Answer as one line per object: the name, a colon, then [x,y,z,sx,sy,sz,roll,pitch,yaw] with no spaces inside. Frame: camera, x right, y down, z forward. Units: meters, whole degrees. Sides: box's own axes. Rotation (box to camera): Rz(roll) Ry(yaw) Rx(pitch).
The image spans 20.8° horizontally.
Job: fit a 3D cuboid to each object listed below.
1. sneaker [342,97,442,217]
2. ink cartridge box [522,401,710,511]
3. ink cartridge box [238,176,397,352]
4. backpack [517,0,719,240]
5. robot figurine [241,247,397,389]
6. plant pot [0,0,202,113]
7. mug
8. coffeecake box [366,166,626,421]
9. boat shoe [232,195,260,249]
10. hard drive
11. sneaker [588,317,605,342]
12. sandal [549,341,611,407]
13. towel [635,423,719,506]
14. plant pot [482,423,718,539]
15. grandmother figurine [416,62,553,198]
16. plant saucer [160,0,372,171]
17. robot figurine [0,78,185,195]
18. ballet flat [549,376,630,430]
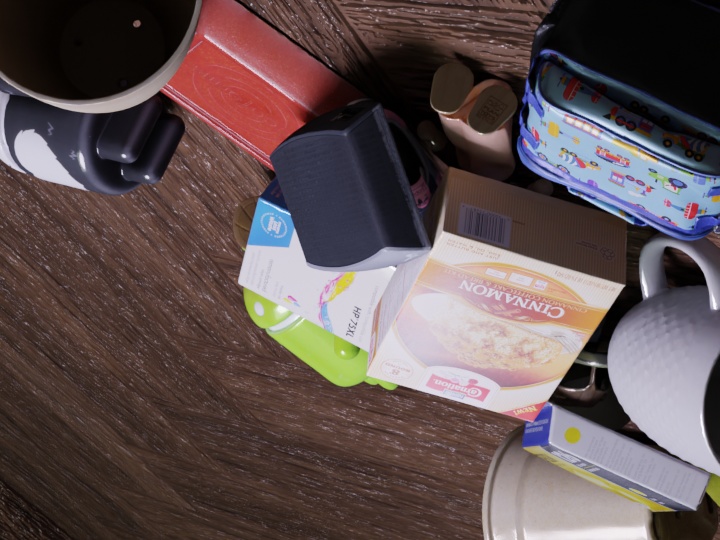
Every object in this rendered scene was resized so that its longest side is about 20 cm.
sneaker: [0.046,-0.051,1.630,0.200,0.070,0.082,53,178,-13]
ink cartridge box: [0.209,0.166,1.824,0.200,0.047,0.198,23,174,1]
ink cartridge box: [0.000,0.000,1.748,0.200,0.067,0.116,27,136,10]
backpack: [0.194,-0.100,1.321,0.182,0.135,0.200,28,163,6]
robot figurine: [-0.032,0.037,1.970,0.200,0.116,0.175,38,170,-22]
plant pot: [-0.212,-0.204,1.592,0.187,0.188,0.200,28,173,4]
mug: [0.280,0.061,1.596,0.175,0.147,0.201,21,132,62]
coffeecake box: [0.108,0.024,1.598,0.153,0.073,0.200,16,140,-9]
boat shoe: [-0.025,-0.048,1.850,0.200,0.072,0.064,4,-176,35]
hard drive: [-0.014,-0.061,1.589,0.200,0.042,0.135,-8,102,69]
sneaker: [0.128,0.028,1.804,0.200,0.071,0.080,23,162,15]
sandal: [0.197,0.098,1.772,0.080,0.058,0.201,-1,167,-17]
towel: [0.334,0.189,1.820,0.086,0.018,0.200,7,150,48]
plant pot: [0.258,0.251,2.024,0.183,0.201,0.200,-8,140,41]
grandmother figurine: [0.104,-0.089,1.583,0.121,0.061,0.200,39,167,21]
plant saucer: [-0.095,-0.155,1.717,0.199,0.037,0.200,35,160,-15]
robot figurine: [-0.264,-0.137,1.851,0.200,0.125,0.151,15,123,34]
ballet flat: [0.175,0.092,1.897,0.200,0.070,0.070,26,160,8]
